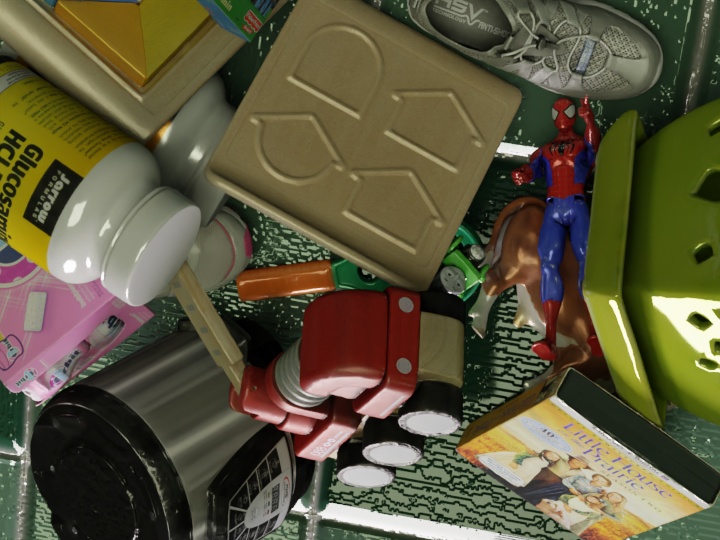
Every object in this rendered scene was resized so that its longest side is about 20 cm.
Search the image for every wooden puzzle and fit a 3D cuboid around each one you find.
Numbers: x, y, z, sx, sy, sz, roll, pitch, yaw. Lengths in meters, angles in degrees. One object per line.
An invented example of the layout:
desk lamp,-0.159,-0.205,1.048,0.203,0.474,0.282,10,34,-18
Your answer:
wooden puzzle,-0.168,-0.215,1.591,0.185,0.037,0.200,41,66,1
wooden puzzle,0.002,-0.097,1.605,0.184,0.046,0.201,29,65,-3

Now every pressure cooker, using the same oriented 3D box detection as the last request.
pressure cooker,-0.132,0.134,1.673,0.175,0.200,0.180,-25,92,48

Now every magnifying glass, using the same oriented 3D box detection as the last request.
magnifying glass,0.000,0.000,1.701,0.199,0.022,0.080,-8,105,10

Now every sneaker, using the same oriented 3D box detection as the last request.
sneaker,-0.184,-0.007,1.692,0.199,0.088,0.082,-6,105,11
sneaker,0.125,-0.167,1.595,0.199,0.082,0.075,15,108,5

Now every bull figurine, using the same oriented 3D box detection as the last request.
bull figurine,0.157,0.042,1.654,0.121,0.065,0.200,-38,89,-5

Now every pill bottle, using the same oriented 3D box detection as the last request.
pill bottle,-0.216,-0.063,1.532,0.199,0.112,0.113,33,110,16
pill bottle,-0.174,-0.126,1.641,0.199,0.116,0.117,34,109,-1

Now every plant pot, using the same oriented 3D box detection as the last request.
plant pot,0.263,-0.001,1.536,0.180,0.201,0.199,-4,142,18

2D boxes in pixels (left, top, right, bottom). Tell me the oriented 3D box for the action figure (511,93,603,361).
action figure,0.146,-0.046,1.581,0.065,0.099,0.201,-6,64,16

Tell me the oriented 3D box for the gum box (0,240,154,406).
gum box,-0.253,-0.006,1.623,0.113,0.066,0.200,-38,65,2

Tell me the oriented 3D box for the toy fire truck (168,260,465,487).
toy fire truck,-0.041,0.057,1.556,0.199,0.129,0.176,13,152,-20

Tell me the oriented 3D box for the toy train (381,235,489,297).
toy train,0.027,0.036,1.648,0.042,0.056,0.200,47,137,-4

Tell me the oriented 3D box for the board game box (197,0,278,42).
board game box,-0.064,-0.281,1.525,0.036,0.151,0.201,29,83,30

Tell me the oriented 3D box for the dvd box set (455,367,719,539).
dvd box set,0.170,0.146,1.632,0.146,0.200,0.029,35,66,-8
